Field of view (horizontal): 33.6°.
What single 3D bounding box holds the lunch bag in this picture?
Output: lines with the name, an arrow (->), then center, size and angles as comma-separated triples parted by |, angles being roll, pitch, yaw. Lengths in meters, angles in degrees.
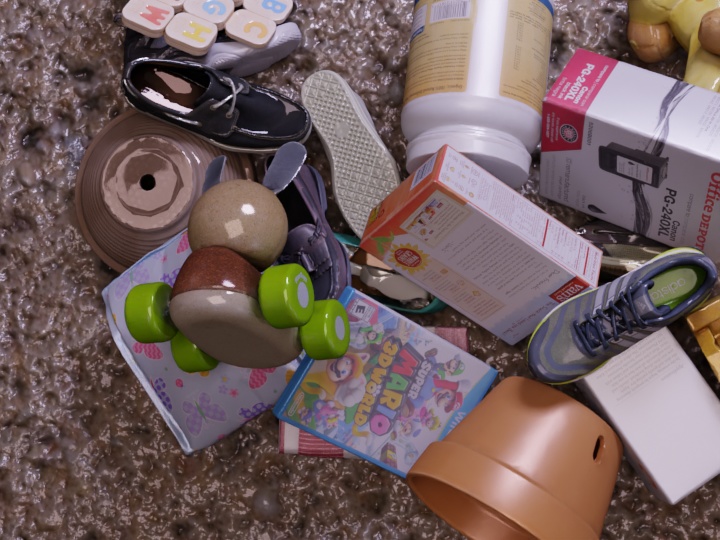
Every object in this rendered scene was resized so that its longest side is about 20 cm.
lunch bag -> -0.147, 0.056, 1.220 | 0.169, 0.127, 0.200 | -35, 89, 14

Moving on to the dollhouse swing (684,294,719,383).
dollhouse swing -> 0.442, 0.092, 1.158 | 0.176, 0.182, 0.200 | -28, 83, 13

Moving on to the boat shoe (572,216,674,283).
boat shoe -> 0.254, -0.025, 1.228 | 0.200, 0.072, 0.066 | 10, 76, 6

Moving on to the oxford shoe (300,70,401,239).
oxford shoe -> -0.002, -0.118, 1.259 | 0.075, 0.058, 0.200 | -26, 79, 11

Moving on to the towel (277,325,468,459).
towel -> 0.014, 0.128, 1.259 | 0.199, 0.023, 0.144 | 2, 87, 7

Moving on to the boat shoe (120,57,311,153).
boat shoe -> -0.146, -0.169, 1.215 | 0.200, 0.068, 0.072 | 15, 78, -7

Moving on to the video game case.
video game case -> 0.028, 0.119, 1.179 | 0.200, 0.018, 0.143 | 30, 92, -31

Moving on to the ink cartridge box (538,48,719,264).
ink cartridge box -> 0.282, -0.110, 1.157 | 0.200, 0.145, 0.083 | 24, 59, 23

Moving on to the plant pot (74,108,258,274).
plant pot -> -0.213, -0.087, 1.262 | 0.200, 0.093, 0.201 | -1, 84, 5

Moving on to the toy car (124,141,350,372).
toy car -> -0.106, -0.021, 1.099 | 0.164, 0.158, 0.200 | -7, 64, 21

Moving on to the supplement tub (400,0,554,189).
supplement tub -> 0.117, -0.192, 1.200 | 0.144, 0.145, 0.201 | 6, 76, 6

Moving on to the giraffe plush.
giraffe plush -> 0.336, -0.255, 1.206 | 0.162, 0.172, 0.200 | 26, 99, 28

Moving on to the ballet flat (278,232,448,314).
ballet flat -> 0.000, 0.000, 1.245 | 0.200, 0.070, 0.068 | 13, 90, 7

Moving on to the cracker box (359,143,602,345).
cracker box -> 0.118, -0.021, 1.171 | 0.200, 0.134, 0.058 | 33, 48, -16

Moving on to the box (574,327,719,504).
box -> 0.279, 0.118, 1.182 | 0.097, 0.124, 0.200 | -34, 83, 1

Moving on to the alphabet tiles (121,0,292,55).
alphabet tiles -> -0.164, -0.311, 1.264 | 0.195, 0.015, 0.200 | 24, 56, 7

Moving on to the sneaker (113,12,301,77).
sneaker -> -0.170, -0.262, 1.280 | 0.200, 0.075, 0.114 | -16, 84, 4

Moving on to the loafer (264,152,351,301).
loafer -> -0.063, -0.037, 1.214 | 0.072, 0.063, 0.200 | -32, 49, 21

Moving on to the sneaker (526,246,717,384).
sneaker -> 0.239, 0.037, 1.090 | 0.200, 0.081, 0.074 | -34, 82, 0

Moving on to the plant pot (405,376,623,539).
plant pot -> 0.163, 0.198, 1.163 | 0.200, 0.200, 0.140 | 32, 73, 7
